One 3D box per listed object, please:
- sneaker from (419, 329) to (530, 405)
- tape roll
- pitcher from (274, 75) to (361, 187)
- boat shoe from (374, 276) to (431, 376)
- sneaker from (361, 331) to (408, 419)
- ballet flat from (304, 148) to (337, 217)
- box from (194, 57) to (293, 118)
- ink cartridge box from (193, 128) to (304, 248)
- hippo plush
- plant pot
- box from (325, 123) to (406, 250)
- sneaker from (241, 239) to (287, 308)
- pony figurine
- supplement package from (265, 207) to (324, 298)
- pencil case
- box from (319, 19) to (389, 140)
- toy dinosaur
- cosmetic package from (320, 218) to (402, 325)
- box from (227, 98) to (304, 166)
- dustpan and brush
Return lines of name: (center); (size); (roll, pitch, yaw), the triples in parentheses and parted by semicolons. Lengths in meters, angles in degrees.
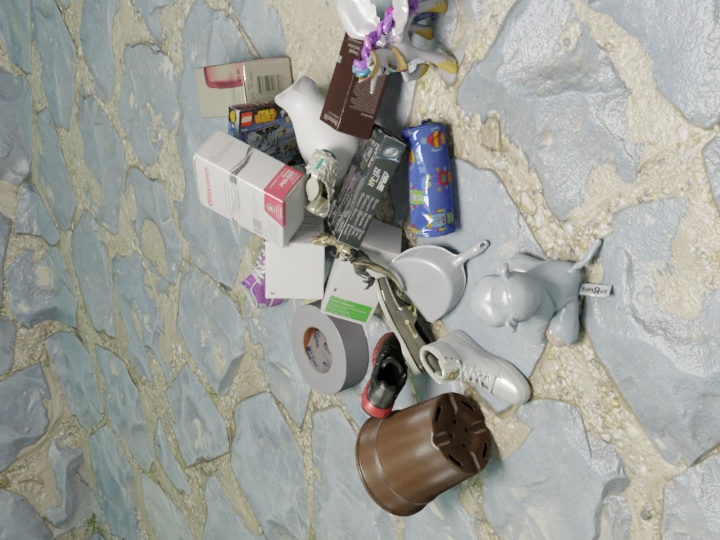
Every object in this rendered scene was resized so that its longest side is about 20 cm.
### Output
sneaker: (0.192, 0.185, 1.488); (0.199, 0.114, 0.075); (34, 126, 38)
tape roll: (-0.070, 0.164, 1.848); (0.199, 0.065, 0.204); (22, 120, 45)
pitcher: (-0.067, -0.271, 1.651); (0.120, 0.172, 0.202); (-33, 94, 18)
boat shoe: (0.087, 0.097, 1.603); (0.059, 0.072, 0.204); (-25, 99, 9)
sneaker: (0.057, 0.182, 1.619); (0.070, 0.202, 0.099); (23, 131, -5)
ballet flat: (-0.083, -0.148, 1.591); (0.072, 0.071, 0.201); (54, 160, 23)
box: (-0.248, -0.390, 1.818); (0.198, 0.126, 0.111); (10, 111, 49)
ink cartridge box: (-0.207, -0.152, 1.591); (0.197, 0.085, 0.147); (27, 147, 12)
hippo plush: (0.263, 0.056, 1.312); (0.198, 0.159, 0.163); (-8, 96, 52)
plant pot: (0.125, 0.331, 1.576); (0.197, 0.198, 0.203); (-34, 76, 43)
box: (0.006, -0.155, 1.515); (0.203, 0.043, 0.160); (-65, 16, 12)
sneaker: (-0.216, -0.008, 1.930); (0.072, 0.113, 0.205); (21, 117, 47)
pony figurine: (0.058, -0.391, 1.374); (0.165, 0.198, 0.197); (-1, 102, 51)
supplement package: (-0.132, -0.038, 1.733); (0.201, 0.117, 0.124); (-97, 9, -66)
pencil case: (0.116, -0.159, 1.484); (0.086, 0.077, 0.204); (3, 106, 43)
box: (-0.001, -0.345, 1.506); (0.100, 0.074, 0.204); (42, 119, 60)
toy dinosaur: (0.000, -0.012, 1.520); (0.198, 0.088, 0.048); (33, 105, -5)
cosmetic package: (0.000, 0.000, 1.649); (0.086, 0.106, 0.202); (-84, 12, -47)
box: (-0.178, -0.273, 1.713); (0.040, 0.198, 0.139); (28, 123, 38)
dustpan and brush: (0.154, -0.002, 1.517); (0.140, 0.057, 0.199); (52, 143, -4)
